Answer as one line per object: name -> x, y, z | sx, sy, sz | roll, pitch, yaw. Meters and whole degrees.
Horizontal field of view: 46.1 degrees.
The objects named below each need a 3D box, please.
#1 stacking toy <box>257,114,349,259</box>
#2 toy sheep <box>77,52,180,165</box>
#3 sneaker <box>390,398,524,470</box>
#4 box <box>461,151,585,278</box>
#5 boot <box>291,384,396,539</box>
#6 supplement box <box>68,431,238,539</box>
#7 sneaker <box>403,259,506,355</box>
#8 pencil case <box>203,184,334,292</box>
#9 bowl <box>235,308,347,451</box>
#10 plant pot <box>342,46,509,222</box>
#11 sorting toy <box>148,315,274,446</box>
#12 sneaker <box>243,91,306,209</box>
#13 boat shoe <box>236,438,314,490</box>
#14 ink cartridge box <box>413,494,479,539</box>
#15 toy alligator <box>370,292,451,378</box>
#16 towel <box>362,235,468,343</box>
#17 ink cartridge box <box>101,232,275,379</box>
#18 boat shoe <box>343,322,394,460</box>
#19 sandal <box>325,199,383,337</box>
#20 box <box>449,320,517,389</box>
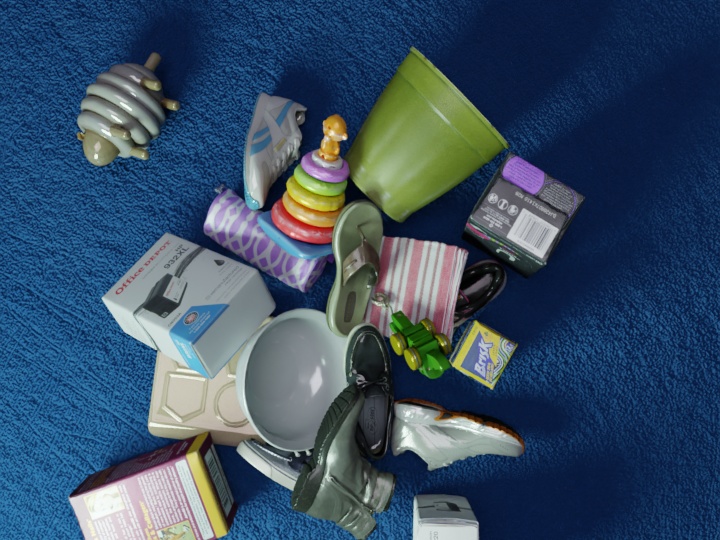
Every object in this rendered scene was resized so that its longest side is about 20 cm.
stacking toy -> -0.057, -0.127, 1.183 | 0.116, 0.109, 0.202 | 37, 126, 27
toy sheep -> -0.355, -0.246, 1.288 | 0.137, 0.138, 0.201 | 28, 72, 7
sneaker -> 0.137, 0.251, 1.233 | 0.198, 0.076, 0.093 | 12, 93, 13
box -> 0.221, -0.071, 1.188 | 0.122, 0.200, 0.107 | 32, 87, 7
boot -> -0.005, 0.269, 1.186 | 0.129, 0.068, 0.202 | 23, 96, -12
supplement box -> -0.295, 0.337, 1.224 | 0.198, 0.103, 0.132 | -19, 96, 2
sneaker -> 0.130, 0.048, 1.239 | 0.200, 0.086, 0.080 | -43, 82, -1
pencil case -> -0.142, -0.047, 1.277 | 0.199, 0.086, 0.084 | 33, 124, 7
bowl -> -0.107, 0.153, 1.225 | 0.199, 0.090, 0.204 | -1, 91, -40
plant pot -> 0.078, -0.181, 1.227 | 0.193, 0.200, 0.201 | -45, 83, 10
sorting toy -> -0.221, 0.160, 1.284 | 0.183, 0.036, 0.203 | 6, 89, 5
sneaker -> -0.130, -0.179, 1.263 | 0.080, 0.077, 0.202 | 10, 61, -2
boat shoe -> -0.077, 0.278, 1.243 | 0.199, 0.075, 0.093 | 31, 83, -3
ink cartridge box -> 0.112, 0.393, 1.148 | 0.084, 0.200, 0.148 | 0, 84, 4
toy alligator -> 0.071, 0.097, 1.168 | 0.059, 0.200, 0.055 | -23, 124, -16
towel -> 0.057, 0.026, 1.238 | 0.198, 0.030, 0.148 | 10, 87, 35
ink cartridge box -> -0.245, 0.045, 1.206 | 0.199, 0.084, 0.145 | 20, 58, 35
boat shoe -> 0.015, 0.179, 1.214 | 0.074, 0.066, 0.202 | 0, 103, -15
sandal -> 0.001, 0.001, 1.194 | 0.079, 0.057, 0.204 | -3, 106, -32
box -> 0.166, 0.114, 1.172 | 0.064, 0.200, 0.071 | 29, 89, 6
